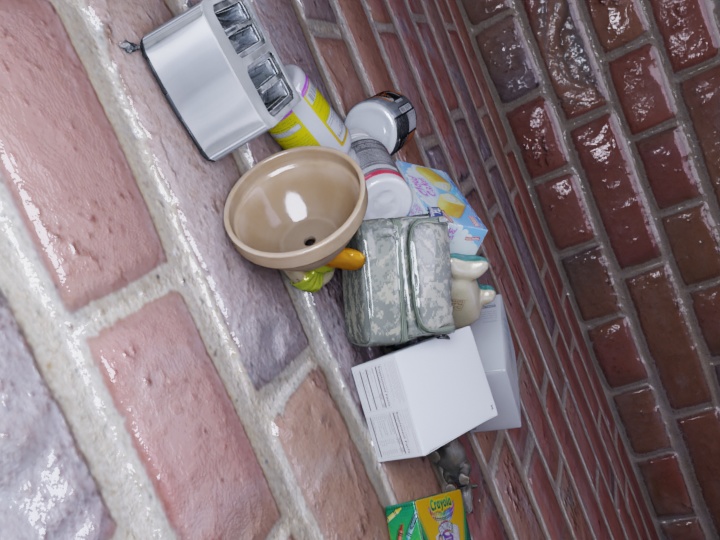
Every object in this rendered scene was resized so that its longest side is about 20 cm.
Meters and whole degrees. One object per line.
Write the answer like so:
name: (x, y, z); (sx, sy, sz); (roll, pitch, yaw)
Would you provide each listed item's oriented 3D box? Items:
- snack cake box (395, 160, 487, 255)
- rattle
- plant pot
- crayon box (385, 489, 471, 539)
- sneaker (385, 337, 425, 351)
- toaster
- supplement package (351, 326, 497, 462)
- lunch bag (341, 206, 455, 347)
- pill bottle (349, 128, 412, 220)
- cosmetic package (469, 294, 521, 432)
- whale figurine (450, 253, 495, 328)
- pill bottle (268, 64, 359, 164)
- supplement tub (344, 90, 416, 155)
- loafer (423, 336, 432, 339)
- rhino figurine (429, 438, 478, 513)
snack cake box: (0.129, -0.109, 1.247); (0.112, 0.068, 0.202); (9, 34, -26)
rattle: (-0.051, -0.077, 1.065); (0.129, 0.143, 0.203); (34, 45, -15)
plant pot: (-0.080, -0.067, 0.951); (0.094, 0.195, 0.205); (73, 15, -48)
crayon box: (0.116, 0.428, 1.132); (0.199, 0.057, 0.122); (20, 55, -60)
sneaker: (0.070, 0.129, 1.265); (0.081, 0.072, 0.204); (-33, 98, -46)
toaster: (-0.186, -0.265, 0.939); (0.183, 0.116, 0.201); (60, 27, -19)
supplement package: (0.107, 0.198, 1.147); (0.197, 0.110, 0.160); (-12, 83, -45)
lunch bag: (0.064, 0.011, 1.085); (0.139, 0.163, 0.206); (168, -83, -72)
pill bottle: (0.013, -0.169, 1.253); (0.111, 0.110, 0.202); (46, 14, -41)
cosmetic package: (0.266, 0.199, 1.493); (0.203, 0.120, 0.202); (-82, 156, -44)
whale figurine: (0.158, 0.019, 1.213); (0.202, 0.154, 0.106); (102, -9, -56)
pill bottle: (-0.082, -0.226, 1.140); (0.200, 0.102, 0.106); (47, 33, -40)
supplement tub: (0.047, -0.301, 1.448); (0.125, 0.120, 0.200); (64, 25, -11)
loafer: (0.132, 0.085, 1.428); (0.203, 0.070, 0.064); (-71, 155, -45)
rhino figurine: (0.177, 0.369, 1.302); (0.088, 0.058, 0.204); (-74, 142, -68)
